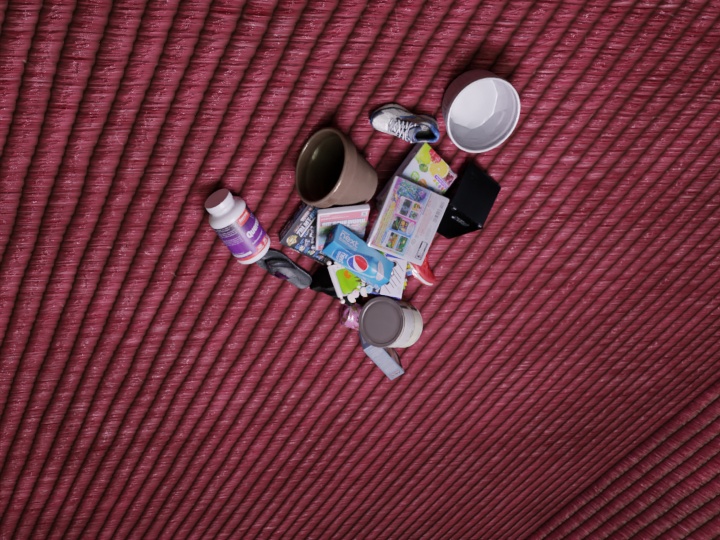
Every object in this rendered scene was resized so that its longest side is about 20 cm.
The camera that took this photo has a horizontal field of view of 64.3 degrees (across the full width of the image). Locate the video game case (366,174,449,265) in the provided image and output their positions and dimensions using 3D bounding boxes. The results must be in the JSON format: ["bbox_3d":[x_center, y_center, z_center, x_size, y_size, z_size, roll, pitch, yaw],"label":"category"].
[{"bbox_3d":[0.130,-0.134,1.565,0.179,0.024,0.203,19,101,-24],"label":"video game case"}]

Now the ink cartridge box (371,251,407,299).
[{"bbox_3d":[0.092,-0.025,1.697,0.092,0.205,0.044,9,172,4],"label":"ink cartridge box"}]

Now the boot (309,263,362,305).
[{"bbox_3d":[-0.048,0.047,1.743,0.156,0.210,0.081,24,77,-25],"label":"boot"}]

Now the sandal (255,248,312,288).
[{"bbox_3d":[-0.228,-0.002,1.725,0.198,0.048,0.076,30,114,-27],"label":"sandal"}]

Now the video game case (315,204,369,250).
[{"bbox_3d":[-0.053,-0.117,1.585,0.140,0.018,0.201,-8,156,-10],"label":"video game case"}]

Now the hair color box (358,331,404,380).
[{"bbox_3d":[0.072,0.282,1.993,0.060,0.100,0.201,-30,129,11],"label":"hair color box"}]

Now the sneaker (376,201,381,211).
[{"bbox_3d":[0.144,-0.197,1.653,0.196,0.073,0.073,-16,128,-3],"label":"sneaker"}]

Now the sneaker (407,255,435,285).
[{"bbox_3d":[0.201,-0.039,1.788,0.115,0.079,0.199,-38,128,18],"label":"sneaker"}]

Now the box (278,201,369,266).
[{"bbox_3d":[-0.106,-0.122,1.664,0.196,0.050,0.201,25,119,-29],"label":"box"}]

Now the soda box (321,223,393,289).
[{"bbox_3d":[-0.005,-0.036,1.573,0.198,0.069,0.064,34,138,-19],"label":"soda box"}]

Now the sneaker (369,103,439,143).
[{"bbox_3d":[0.122,-0.378,1.496,0.196,0.086,0.078,4,127,-16],"label":"sneaker"}]

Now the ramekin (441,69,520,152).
[{"bbox_3d":[0.305,-0.422,1.494,0.195,0.106,0.203,-6,129,-8],"label":"ramekin"}]

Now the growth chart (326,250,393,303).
[{"bbox_3d":[0.000,0.000,1.638,0.198,0.147,0.018,-27,174,-23],"label":"growth chart"}]

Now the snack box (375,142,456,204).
[{"bbox_3d":[0.156,-0.232,1.586,0.142,0.053,0.201,38,90,-25],"label":"snack box"}]

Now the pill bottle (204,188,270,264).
[{"bbox_3d":[-0.338,-0.121,1.565,0.111,0.113,0.201,-25,130,7],"label":"pill bottle"}]

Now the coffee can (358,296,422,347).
[{"bbox_3d":[0.096,0.162,1.752,0.145,0.148,0.199,-35,161,15],"label":"coffee can"}]

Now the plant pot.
[{"bbox_3d":[-0.048,-0.248,1.505,0.173,0.202,0.201,17,124,-45],"label":"plant pot"}]

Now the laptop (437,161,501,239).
[{"bbox_3d":[0.292,-0.200,1.700,0.197,0.118,0.186,-17,152,38],"label":"laptop"}]

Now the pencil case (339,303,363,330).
[{"bbox_3d":[0.027,0.157,1.896,0.196,0.088,0.083,12,144,-24],"label":"pencil case"}]

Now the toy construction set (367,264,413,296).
[{"bbox_3d":[0.080,0.041,1.797,0.129,0.094,0.201,-13,161,-18],"label":"toy construction set"}]
